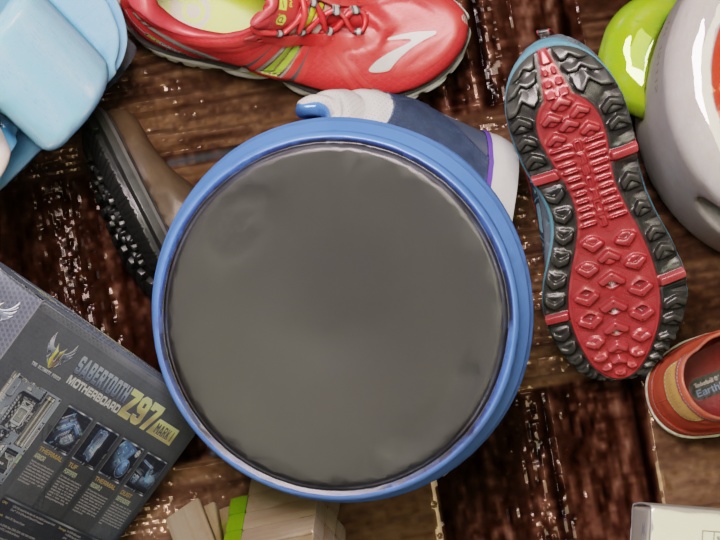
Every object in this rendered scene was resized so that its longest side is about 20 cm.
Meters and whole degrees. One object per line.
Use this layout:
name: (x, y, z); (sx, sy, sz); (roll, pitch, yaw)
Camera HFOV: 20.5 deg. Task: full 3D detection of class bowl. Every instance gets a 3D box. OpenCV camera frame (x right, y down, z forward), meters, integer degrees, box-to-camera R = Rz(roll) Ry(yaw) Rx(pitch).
bowl: (-0.011, 0.022, 1.018); (0.200, 0.039, 0.202); (1, 96, 7)

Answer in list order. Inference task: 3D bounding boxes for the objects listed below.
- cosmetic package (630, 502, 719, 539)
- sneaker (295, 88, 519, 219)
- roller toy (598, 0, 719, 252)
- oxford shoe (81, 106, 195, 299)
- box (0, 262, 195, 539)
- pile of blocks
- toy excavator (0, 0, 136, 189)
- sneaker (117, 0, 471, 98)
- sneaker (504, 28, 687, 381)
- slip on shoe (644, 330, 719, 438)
cosmetic package: (0.245, 0.184, 1.074); (0.199, 0.071, 0.106); (6, 85, 0)
sneaker: (0.000, 0.000, 1.073); (0.146, 0.081, 0.201); (15, 75, -15)
roller toy: (0.248, -0.096, 1.070); (0.199, 0.140, 0.183); (-24, 85, -4)
oxford shoe: (-0.082, -0.014, 1.101); (0.084, 0.073, 0.200); (-34, 86, -22)
box: (-0.176, 0.097, 1.015); (0.051, 0.200, 0.158); (34, 86, 27)
pile of blocks: (-0.088, 0.182, 1.085); (0.200, 0.082, 0.062); (-32, 128, 5)
toy excavator: (-0.193, -0.078, 1.018); (0.194, 0.200, 0.100); (-46, 113, -5)
sneaker: (-0.038, -0.136, 1.098); (0.199, 0.085, 0.077); (5, 85, 0)
sneaker: (0.131, -0.039, 1.093); (0.079, 0.096, 0.201); (-10, 111, 8)
slip on shoe: (0.254, 0.040, 1.096); (0.199, 0.061, 0.074); (-20, 83, -4)
